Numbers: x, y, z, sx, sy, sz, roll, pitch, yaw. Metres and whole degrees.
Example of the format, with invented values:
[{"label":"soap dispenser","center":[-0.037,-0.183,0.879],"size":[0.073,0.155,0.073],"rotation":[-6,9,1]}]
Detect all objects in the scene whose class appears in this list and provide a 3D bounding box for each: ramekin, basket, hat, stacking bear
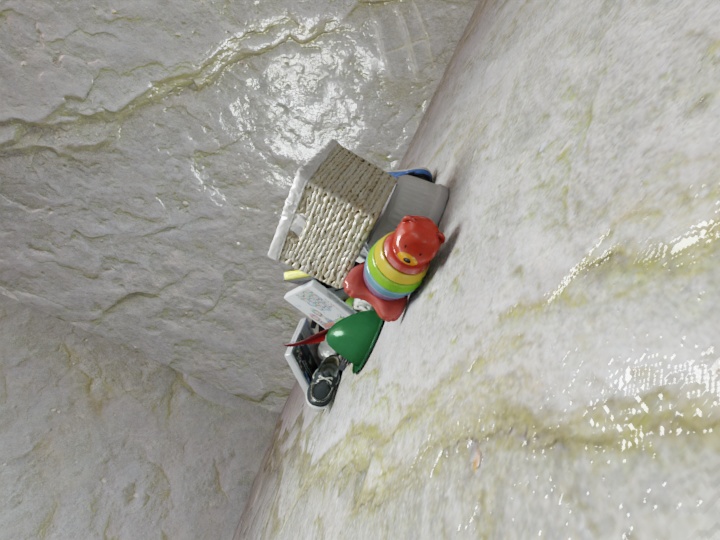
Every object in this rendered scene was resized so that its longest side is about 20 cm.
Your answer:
[{"label":"ramekin","center":[0.093,-0.105,1.068],"size":[0.200,0.105,0.200],"rotation":[-155,90,-86]},{"label":"basket","center":[-0.051,-0.108,0.975],"size":[0.198,0.161,0.200],"rotation":[-63,0,36]},{"label":"hat","center":[-0.061,0.128,1.139],"size":[0.166,0.176,0.200],"rotation":[-130,65,-85]},{"label":"stacking bear","center":[0.068,-0.017,0.855],"size":[0.114,0.121,0.200],"rotation":[-55,0,-34]}]

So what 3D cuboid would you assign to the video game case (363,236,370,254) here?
[{"label":"video game case","center":[0.058,-0.100,1.206],"size":[0.023,0.182,0.200],"rotation":[-9,42,31]}]

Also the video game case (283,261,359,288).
[{"label":"video game case","center":[-0.064,0.015,1.258],"size":[0.200,0.181,0.026],"rotation":[23,-121,-68]}]

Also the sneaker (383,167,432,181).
[{"label":"sneaker","center":[0.088,-0.216,1.320],"size":[0.111,0.200,0.077],"rotation":[-77,-22,-65]}]

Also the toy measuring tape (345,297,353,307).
[{"label":"toy measuring tape","center":[-0.031,0.141,1.412],"size":[0.200,0.074,0.074],"rotation":[-64,4,2]}]

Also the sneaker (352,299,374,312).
[{"label":"sneaker","center":[0.023,0.063,1.217],"size":[0.200,0.076,0.081],"rotation":[93,-159,-75]}]

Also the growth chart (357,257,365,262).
[{"label":"growth chart","center":[0.000,0.000,1.418],"size":[0.018,0.145,0.200],"rotation":[-53,-2,-16]}]

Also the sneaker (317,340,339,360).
[{"label":"sneaker","center":[-0.057,0.187,1.504],"size":[0.200,0.077,0.082],"rotation":[-53,-27,-19]}]

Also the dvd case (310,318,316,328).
[{"label":"dvd case","center":[-0.104,0.051,1.465],"size":[0.143,0.018,0.200],"rotation":[108,177,-54]}]

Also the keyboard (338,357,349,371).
[{"label":"keyboard","center":[-0.012,0.179,1.345],"size":[0.127,0.021,0.200],"rotation":[-79,13,-74]}]

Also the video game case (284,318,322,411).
[{"label":"video game case","center":[-0.142,0.264,1.440],"size":[0.023,0.200,0.182],"rotation":[-17,23,16]}]

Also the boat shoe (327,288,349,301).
[{"label":"boat shoe","center":[-0.038,0.067,1.479],"size":[0.200,0.072,0.062],"rotation":[-11,-44,-51]}]

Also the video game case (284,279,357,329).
[{"label":"video game case","center":[-0.089,0.101,1.296],"size":[0.024,0.182,0.200],"rotation":[-59,16,-25]}]

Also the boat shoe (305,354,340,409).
[{"label":"boat shoe","center":[-0.096,0.291,1.348],"size":[0.200,0.076,0.060],"rotation":[-78,4,-69]}]

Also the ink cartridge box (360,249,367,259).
[{"label":"ink cartridge box","center":[0.036,-0.089,1.420],"size":[0.200,0.145,0.145],"rotation":[132,162,-76]}]

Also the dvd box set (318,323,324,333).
[{"label":"dvd box set","center":[-0.070,0.148,1.586],"size":[0.200,0.029,0.146],"rotation":[-51,-27,-45]}]
